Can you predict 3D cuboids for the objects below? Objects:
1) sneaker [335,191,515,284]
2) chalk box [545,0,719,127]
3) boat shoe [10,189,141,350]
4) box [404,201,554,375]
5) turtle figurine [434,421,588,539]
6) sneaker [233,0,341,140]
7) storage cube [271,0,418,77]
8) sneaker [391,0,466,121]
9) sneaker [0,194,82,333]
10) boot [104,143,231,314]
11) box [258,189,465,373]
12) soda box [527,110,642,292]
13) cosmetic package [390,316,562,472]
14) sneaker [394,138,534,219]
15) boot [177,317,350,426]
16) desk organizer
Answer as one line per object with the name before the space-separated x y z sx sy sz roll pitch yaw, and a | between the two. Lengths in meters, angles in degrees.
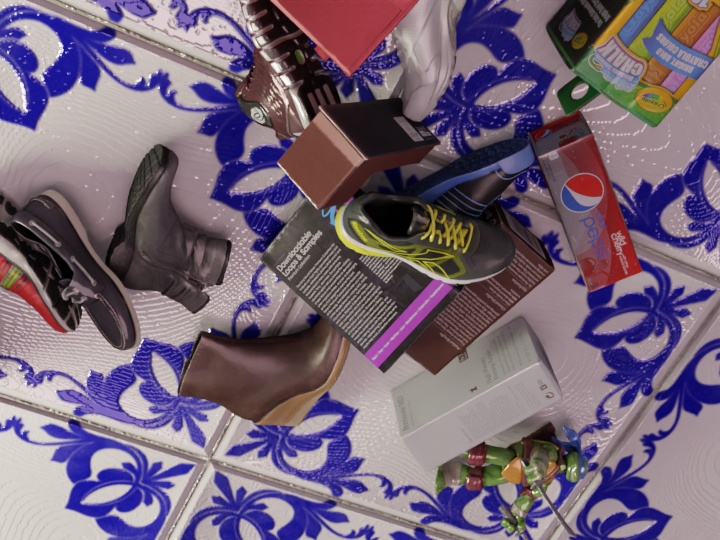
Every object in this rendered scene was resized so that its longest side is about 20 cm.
sneaker | 0.073 -0.035 1.305 0.198 0.085 0.075 10 78 -8
chalk box | 0.283 -0.242 1.274 0.123 0.125 0.200 29 116 -21
boat shoe | -0.317 0.011 1.357 0.072 0.063 0.201 -21 102 48
box | 0.120 0.019 1.447 0.200 0.075 0.100 -43 117 17
turtle figurine | 0.188 0.282 1.558 0.192 0.144 0.202 8 79 9
sneaker | -0.105 -0.224 1.275 0.115 0.075 0.201 -13 101 47
storage cube | -0.010 -0.311 1.135 0.180 0.171 0.200 43 105 -7
sneaker | 0.056 -0.257 1.276 0.098 0.078 0.202 9 112 -4
sneaker | -0.392 -0.005 1.383 0.084 0.077 0.200 -26 115 23
boot | -0.203 -0.046 1.378 0.131 0.070 0.201 17 130 -17
box | 0.000 0.000 1.390 0.200 0.036 0.143 42 118 -1
soda box | 0.259 -0.077 1.407 0.070 0.064 0.201 -22 122 8
cosmetic package | 0.141 0.153 1.515 0.199 0.102 0.074 -30 120 10
sneaker | 0.115 -0.077 1.385 0.199 0.070 0.078 -25 111 20
boot | -0.114 0.103 1.470 0.165 0.073 0.201 20 121 -20
desk organizer | 0.001 -0.124 1.270 0.072 0.200 0.077 48 115 10
